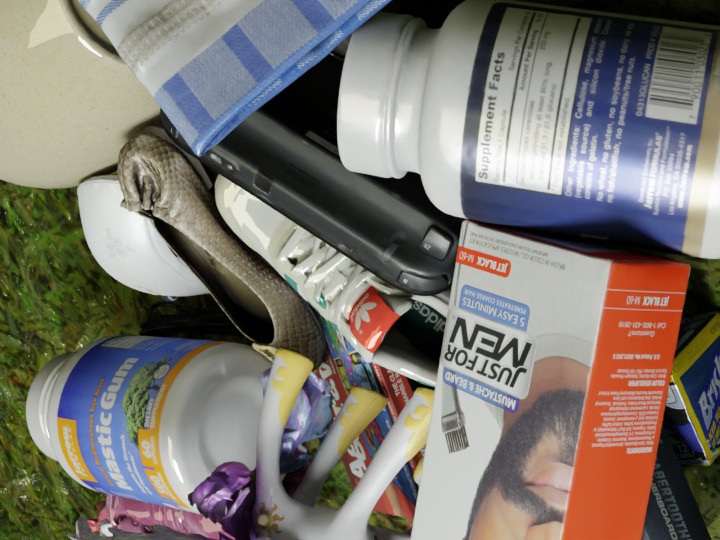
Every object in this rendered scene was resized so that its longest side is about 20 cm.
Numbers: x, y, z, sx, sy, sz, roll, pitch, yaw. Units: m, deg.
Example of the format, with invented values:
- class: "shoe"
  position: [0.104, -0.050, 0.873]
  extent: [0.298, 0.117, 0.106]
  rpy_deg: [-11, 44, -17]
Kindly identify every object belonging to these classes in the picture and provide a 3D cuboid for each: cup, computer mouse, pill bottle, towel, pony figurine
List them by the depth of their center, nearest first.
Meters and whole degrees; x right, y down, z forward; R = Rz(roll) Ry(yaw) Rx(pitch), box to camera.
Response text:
- class: "pill bottle"
  position: [0.093, -0.076, 0.692]
  extent: [0.197, 0.111, 0.112]
  rpy_deg: [10, 123, 14]
- class: "towel"
  position: [-0.083, -0.176, 0.706]
  extent: [0.146, 0.024, 0.201]
  rpy_deg: [-38, 71, 3]
- class: "pony figurine"
  position: [-0.044, 0.154, 0.801]
  extent: [0.191, 0.202, 0.167]
  rpy_deg: [13, 163, 28]
- class: "cup"
  position: [-0.163, -0.158, 0.822]
  extent: [0.143, 0.199, 0.202]
  rpy_deg: [-7, 111, 55]
- class: "computer mouse"
  position: [-0.133, 0.004, 0.925]
  extent: [0.108, 0.044, 0.200]
  rpy_deg: [4, 154, 21]
- class: "pill bottle"
  position: [-0.146, 0.102, 0.957]
  extent: [0.198, 0.112, 0.113]
  rpy_deg: [0, 115, 45]

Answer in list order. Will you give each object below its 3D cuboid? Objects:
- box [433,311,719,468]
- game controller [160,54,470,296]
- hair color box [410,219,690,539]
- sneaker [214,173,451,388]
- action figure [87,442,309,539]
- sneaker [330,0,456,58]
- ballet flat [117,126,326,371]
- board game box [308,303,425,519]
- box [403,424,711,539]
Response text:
- class: "box"
  position: [0.128, 0.082, 0.826]
  extent: [0.199, 0.070, 0.065]
  rpy_deg: [-15, 103, 45]
- class: "game controller"
  position: [-0.012, -0.067, 0.772]
  extent: [0.199, 0.104, 0.042]
  rpy_deg: [33, 140, 14]
- class: "hair color box"
  position: [0.090, 0.084, 0.700]
  extent: [0.110, 0.063, 0.203]
  rpy_deg: [18, 102, 52]
- class: "sneaker"
  position: [0.000, 0.001, 0.779]
  extent: [0.199, 0.093, 0.071]
  rpy_deg: [36, 108, -2]
- class: "action figure"
  position: [-0.132, 0.177, 1.041]
  extent: [0.197, 0.135, 0.149]
  rpy_deg: [-10, 141, 19]
- class: "sneaker"
  position: [0.007, -0.198, 0.748]
  extent: [0.099, 0.070, 0.202]
  rpy_deg: [33, 141, 43]
- class: "ballet flat"
  position: [-0.086, 0.000, 0.849]
  extent: [0.067, 0.047, 0.201]
  rpy_deg: [1, 136, 41]
- class: "board game box"
  position: [-0.005, 0.063, 0.889]
  extent: [0.103, 0.019, 0.202]
  rpy_deg: [-5, 108, 63]
- class: "box"
  position: [0.109, 0.182, 0.763]
  extent: [0.200, 0.051, 0.159]
  rpy_deg: [-45, 56, 42]
